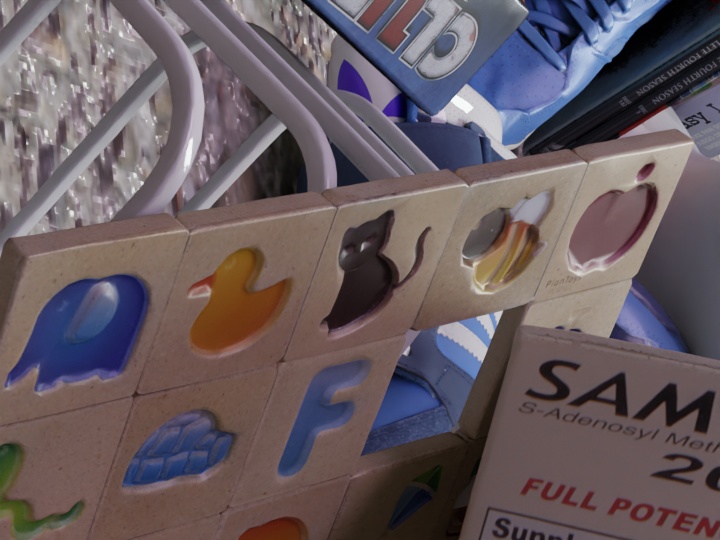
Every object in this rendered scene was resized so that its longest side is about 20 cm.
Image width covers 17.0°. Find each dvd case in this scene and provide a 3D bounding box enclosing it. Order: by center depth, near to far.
[{"bbox_3d":[0.154,-0.129,0.970,0.022,0.200,0.146,46,34,-21],"label":"dvd case"}]

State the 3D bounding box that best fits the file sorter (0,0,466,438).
[{"bbox_3d":[-0.055,0.004,0.494,0.139,0.125,0.200,47,7,32],"label":"file sorter"}]

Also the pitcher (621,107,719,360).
[{"bbox_3d":[0.174,0.028,0.990,0.121,0.200,0.172,-36,131,-20],"label":"pitcher"}]

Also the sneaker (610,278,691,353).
[{"bbox_3d":[0.096,0.090,0.922,0.082,0.074,0.201,-40,116,-60],"label":"sneaker"}]

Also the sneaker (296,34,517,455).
[{"bbox_3d":[0.000,0.000,0.755,0.200,0.080,0.147,-21,92,-62],"label":"sneaker"}]

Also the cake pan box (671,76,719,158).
[{"bbox_3d":[0.189,-0.156,1.075,0.052,0.200,0.185,24,63,-27],"label":"cake pan box"}]

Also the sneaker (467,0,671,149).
[{"bbox_3d":[0.092,-0.120,0.904,0.077,0.111,0.200,52,45,-6],"label":"sneaker"}]

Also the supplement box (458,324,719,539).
[{"bbox_3d":[0.054,0.127,0.473,0.126,0.073,0.201,42,62,-60],"label":"supplement box"}]

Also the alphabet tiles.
[{"bbox_3d":[-0.031,0.056,0.442,0.199,0.008,0.168,-11,132,-44],"label":"alphabet tiles"}]

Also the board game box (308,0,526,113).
[{"bbox_3d":[-0.060,-0.129,0.552,0.200,0.035,0.135,45,4,33],"label":"board game box"}]
